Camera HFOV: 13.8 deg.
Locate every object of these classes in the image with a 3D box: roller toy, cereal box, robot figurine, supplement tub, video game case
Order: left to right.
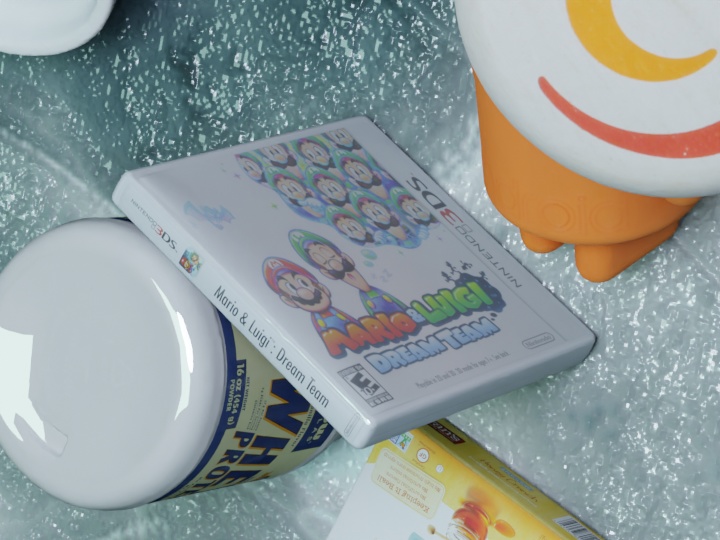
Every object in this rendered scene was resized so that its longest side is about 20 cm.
[{"bbox_3d":[-0.086,0.042,1.536,0.144,0.200,0.146,2,94,31],"label":"supplement tub"},{"bbox_3d":[0.000,0.000,1.482,0.182,0.200,0.024,45,123,20],"label":"video game case"},{"bbox_3d":[0.034,0.193,1.567,0.144,0.039,0.201,35,110,25],"label":"cereal box"},{"bbox_3d":[0.113,-0.094,1.434,0.116,0.144,0.201,-8,126,-1],"label":"robot figurine"},{"bbox_3d":[0.135,-0.136,1.274,0.199,0.140,0.183,12,116,7],"label":"roller toy"}]

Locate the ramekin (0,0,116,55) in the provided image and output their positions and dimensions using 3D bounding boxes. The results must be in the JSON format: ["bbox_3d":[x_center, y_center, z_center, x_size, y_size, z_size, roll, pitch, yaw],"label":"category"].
[{"bbox_3d":[-0.198,-0.220,1.594,0.200,0.098,0.201,21,146,15],"label":"ramekin"}]
